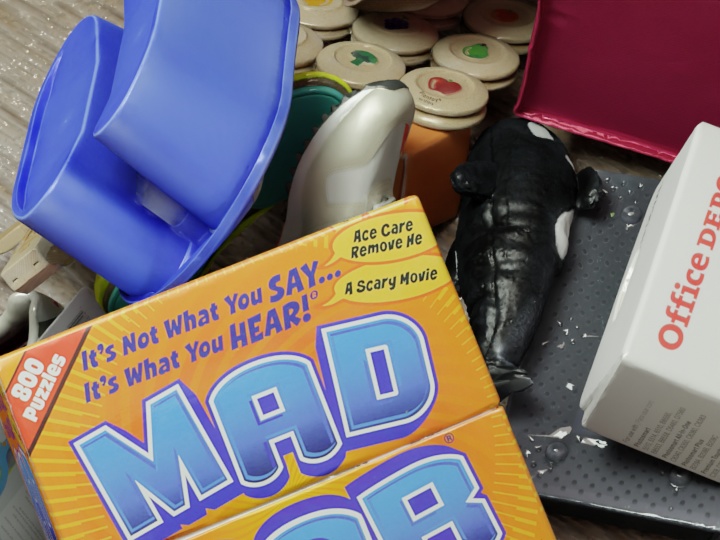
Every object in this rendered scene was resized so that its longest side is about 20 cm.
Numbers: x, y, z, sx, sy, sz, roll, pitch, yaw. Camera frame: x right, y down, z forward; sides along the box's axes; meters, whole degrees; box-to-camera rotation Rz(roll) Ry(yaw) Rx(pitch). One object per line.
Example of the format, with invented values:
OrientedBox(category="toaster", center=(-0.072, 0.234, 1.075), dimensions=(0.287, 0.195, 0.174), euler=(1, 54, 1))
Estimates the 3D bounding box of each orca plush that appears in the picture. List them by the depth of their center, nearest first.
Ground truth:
OrientedBox(category="orca plush", center=(0.060, -0.020, 1.372), dimensions=(0.105, 0.071, 0.200), euler=(-19, 38, 45))

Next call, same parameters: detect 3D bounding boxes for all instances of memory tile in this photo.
OrientedBox(category="memory tile", center=(-0.003, -0.141, 1.476), dimensions=(0.200, 0.017, 0.153), euler=(18, 34, 17))

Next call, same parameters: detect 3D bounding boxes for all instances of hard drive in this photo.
OrientedBox(category="hard drive", center=(0.154, 0.045, 1.350), dimensions=(0.135, 0.042, 0.200), euler=(9, 59, 19))

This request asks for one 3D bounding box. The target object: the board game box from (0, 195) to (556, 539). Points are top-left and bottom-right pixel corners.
OrientedBox(category="board game box", center=(-0.044, 0.102, 1.207), dimensions=(0.200, 0.200, 0.200), euler=(-22, 89, -10))

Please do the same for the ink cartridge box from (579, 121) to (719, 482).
OrientedBox(category="ink cartridge box", center=(0.226, 0.037, 1.274), dimensions=(0.200, 0.084, 0.146), euler=(21, 62, 0))

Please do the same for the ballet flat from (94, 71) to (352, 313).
OrientedBox(category="ballet flat", center=(-0.080, -0.050, 1.415), dimensions=(0.200, 0.067, 0.067), euler=(-46, 31, 25))

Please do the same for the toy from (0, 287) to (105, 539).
OrientedBox(category="toy", center=(-0.191, 0.111, 1.350), dimensions=(0.047, 0.115, 0.200), euler=(26, 66, 41))

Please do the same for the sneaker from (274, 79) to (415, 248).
OrientedBox(category="sneaker", center=(0.000, 0.000, 1.359), dimensions=(0.093, 0.070, 0.200), euler=(34, 110, 21))

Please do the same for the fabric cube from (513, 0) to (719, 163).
OrientedBox(category="fabric cube", center=(0.209, -0.180, 1.371), dimensions=(0.196, 0.200, 0.200), euler=(18, 62, 6))

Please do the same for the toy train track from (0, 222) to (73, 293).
OrientedBox(category="toy train track", center=(-0.159, -0.021, 1.413), dimensions=(0.115, 0.033, 0.200), euler=(-37, 11, 12))

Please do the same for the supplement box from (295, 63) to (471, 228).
OrientedBox(category="supplement box", center=(-0.038, -0.085, 1.458), dimensions=(0.200, 0.069, 0.067), euler=(26, 37, 29))

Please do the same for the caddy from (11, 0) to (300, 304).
OrientedBox(category="caddy", center=(-0.092, -0.072, 1.294), dimensions=(0.141, 0.105, 0.200), euler=(-46, 24, 32))

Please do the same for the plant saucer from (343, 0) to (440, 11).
OrientedBox(category="plant saucer", center=(0.071, -0.210, 1.445), dimensions=(0.037, 0.200, 0.200), euler=(41, 69, -10))

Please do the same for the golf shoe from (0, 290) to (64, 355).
OrientedBox(category="golf shoe", center=(-0.230, 0.087, 1.388), dimensions=(0.077, 0.088, 0.200), euler=(37, 73, 29))
